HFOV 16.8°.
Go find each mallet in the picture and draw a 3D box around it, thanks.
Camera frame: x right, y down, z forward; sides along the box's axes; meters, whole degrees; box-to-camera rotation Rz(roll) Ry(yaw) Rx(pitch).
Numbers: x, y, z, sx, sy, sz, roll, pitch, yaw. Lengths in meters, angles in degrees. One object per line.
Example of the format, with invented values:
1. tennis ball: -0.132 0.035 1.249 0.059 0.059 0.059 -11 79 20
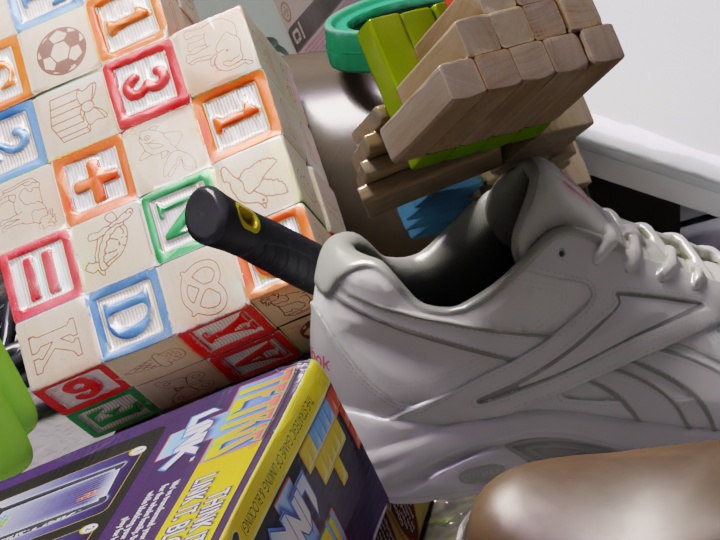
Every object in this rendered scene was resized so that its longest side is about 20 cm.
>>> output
1. mallet: 0.000 0.000 0.818 0.041 0.200 0.066 -25 57 21

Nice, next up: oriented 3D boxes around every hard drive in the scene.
1. hard drive: 0.154 -0.069 0.866 0.200 0.027 0.132 20 55 24

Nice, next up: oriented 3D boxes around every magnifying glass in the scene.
1. magnifying glass: 0.054 -0.114 0.971 0.080 0.022 0.200 -1 18 32

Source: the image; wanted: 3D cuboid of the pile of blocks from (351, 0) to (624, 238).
1. pile of blocks: 0.029 -0.057 0.770 0.082 0.062 0.200 -21 -12 -3

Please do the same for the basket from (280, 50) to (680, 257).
1. basket: 0.017 -0.028 0.983 0.200 0.136 0.180 -9 -21 25

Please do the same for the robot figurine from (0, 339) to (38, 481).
1. robot figurine: -0.240 0.086 1.038 0.200 0.116 0.175 -25 20 3

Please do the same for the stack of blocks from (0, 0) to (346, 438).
1. stack of blocks: -0.083 -0.053 0.910 0.115 0.200 0.059 -23 -26 9

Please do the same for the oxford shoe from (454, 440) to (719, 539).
1. oxford shoe: 0.114 0.050 0.561 0.200 0.084 0.073 -4 39 18

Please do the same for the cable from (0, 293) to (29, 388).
1. cable: -0.140 0.020 1.254 0.163 0.051 0.200 -23 17 27

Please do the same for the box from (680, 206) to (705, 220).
1. box: 0.113 -0.089 1.085 0.200 0.106 0.152 -16 18 30

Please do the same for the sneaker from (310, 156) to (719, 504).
1. sneaker: 0.077 0.011 0.763 0.200 0.099 0.078 -9 24 -13

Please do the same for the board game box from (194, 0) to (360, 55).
1. board game box: -0.030 -0.096 1.151 0.064 0.200 0.148 -19 16 21

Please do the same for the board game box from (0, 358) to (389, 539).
1. board game box: -0.090 0.108 0.642 0.165 0.057 0.200 -21 14 17

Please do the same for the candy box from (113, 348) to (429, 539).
1. candy box: -0.038 0.082 0.851 0.117 0.056 0.200 -20 18 15
